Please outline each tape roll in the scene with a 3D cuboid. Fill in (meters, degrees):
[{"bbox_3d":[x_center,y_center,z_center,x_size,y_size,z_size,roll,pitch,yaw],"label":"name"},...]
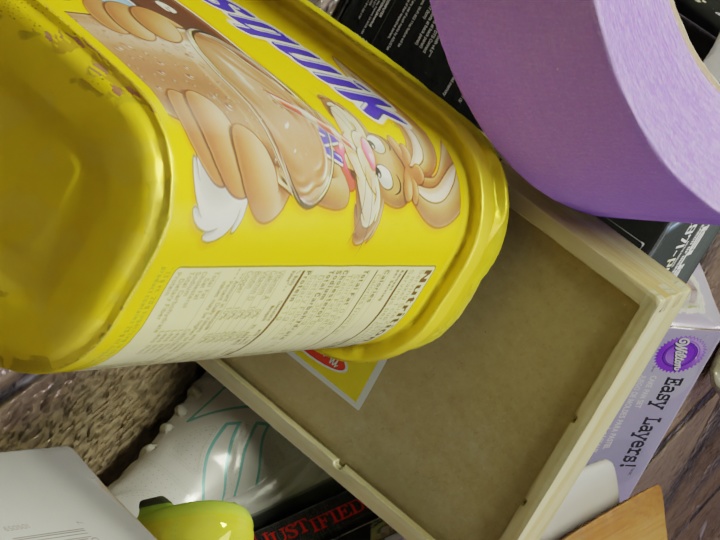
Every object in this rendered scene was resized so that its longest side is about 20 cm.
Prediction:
[{"bbox_3d":[0.108,-0.115,0.596,0.199,0.065,0.202,-7,99,-43],"label":"tape roll"}]

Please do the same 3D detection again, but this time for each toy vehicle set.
[{"bbox_3d":[0.000,0.000,0.654,0.026,0.200,0.125,-15,140,-58],"label":"toy vehicle set"}]

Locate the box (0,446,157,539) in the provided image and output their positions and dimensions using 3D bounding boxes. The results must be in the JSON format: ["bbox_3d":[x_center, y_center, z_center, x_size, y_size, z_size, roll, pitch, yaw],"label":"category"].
[{"bbox_3d":[-0.140,0.191,0.711,0.106,0.152,0.201,0,125,-56],"label":"box"}]

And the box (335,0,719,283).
[{"bbox_3d":[0.058,-0.040,0.776,0.086,0.163,0.201,-11,134,-62],"label":"box"}]

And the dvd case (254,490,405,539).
[{"bbox_3d":[0.001,0.141,0.906,0.199,0.022,0.146,-24,150,-13],"label":"dvd case"}]

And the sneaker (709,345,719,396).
[{"bbox_3d":[0.421,0.059,1.927,0.201,0.081,0.088,-59,162,14],"label":"sneaker"}]

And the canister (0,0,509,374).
[{"bbox_3d":[-0.058,-0.036,0.537,0.087,0.148,0.200,-57,159,15],"label":"canister"}]

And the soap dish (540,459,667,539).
[{"bbox_3d":[0.029,0.159,0.795,0.199,0.082,0.157,-30,170,21],"label":"soap dish"}]

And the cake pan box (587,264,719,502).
[{"bbox_3d":[0.114,0.024,1.015,0.052,0.185,0.201,3,134,-18],"label":"cake pan box"}]

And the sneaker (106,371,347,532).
[{"bbox_3d":[-0.063,0.085,0.865,0.199,0.081,0.071,-21,160,-24],"label":"sneaker"}]

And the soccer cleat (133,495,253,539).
[{"bbox_3d":[-0.104,0.163,0.787,0.064,0.084,0.200,19,132,-38],"label":"soccer cleat"}]
